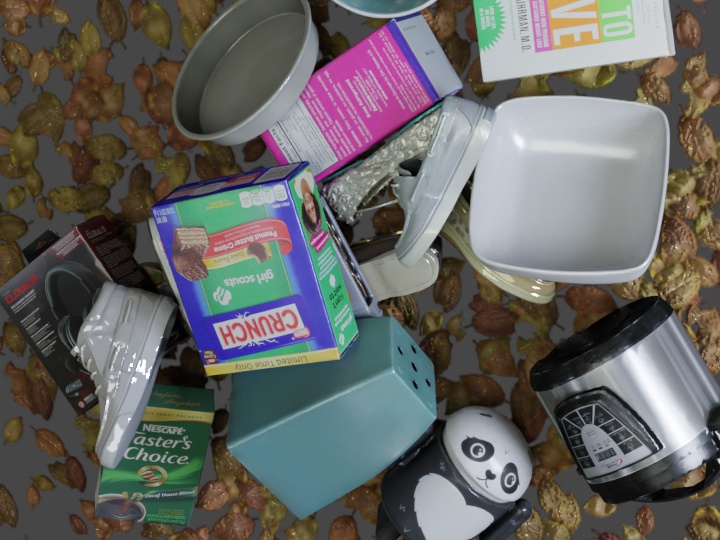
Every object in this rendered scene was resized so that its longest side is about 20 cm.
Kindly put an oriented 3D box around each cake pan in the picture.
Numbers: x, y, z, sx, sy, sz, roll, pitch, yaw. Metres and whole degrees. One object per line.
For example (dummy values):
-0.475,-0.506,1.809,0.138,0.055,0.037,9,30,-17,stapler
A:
-0.122,-0.219,1.605,0.200,0.201,0.037,-32,134,23,cake pan

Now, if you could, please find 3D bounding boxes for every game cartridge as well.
-0.070,0.001,1.630,0.132,0.042,0.201,-19,115,21,game cartridge

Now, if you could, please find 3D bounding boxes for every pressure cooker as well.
0.294,0.148,1.538,0.178,0.176,0.201,-31,93,-1,pressure cooker

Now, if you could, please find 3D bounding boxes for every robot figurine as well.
0.102,0.242,1.651,0.200,0.150,0.125,-45,55,23,robot figurine

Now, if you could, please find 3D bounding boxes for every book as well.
0.219,-0.277,1.536,0.198,0.048,0.135,-6,97,22,book

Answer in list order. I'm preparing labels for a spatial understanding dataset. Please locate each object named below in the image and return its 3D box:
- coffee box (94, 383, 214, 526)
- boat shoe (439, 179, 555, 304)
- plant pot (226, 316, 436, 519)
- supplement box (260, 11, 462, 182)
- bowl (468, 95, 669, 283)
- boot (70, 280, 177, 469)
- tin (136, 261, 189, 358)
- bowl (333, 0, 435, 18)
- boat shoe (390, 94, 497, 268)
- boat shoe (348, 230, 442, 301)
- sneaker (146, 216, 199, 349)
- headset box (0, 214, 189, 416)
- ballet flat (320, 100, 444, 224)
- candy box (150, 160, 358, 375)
-0.247,0.220,1.756,0.122,0.044,0.201,8,127,-13,coffee box
0.138,-0.042,1.600,0.200,0.073,0.063,40,114,7,boat shoe
-0.024,0.145,1.618,0.199,0.142,0.141,-29,123,21,plant pot
-0.004,-0.183,1.601,0.199,0.101,0.104,-30,93,24,supplement box
0.219,-0.076,1.531,0.198,0.075,0.201,5,69,17,bowl
-0.280,0.113,1.647,0.095,0.074,0.201,18,77,2,boot
-0.285,0.071,1.794,0.200,0.042,0.112,-40,92,22,tin
0.038,-0.370,1.540,0.199,0.105,0.203,5,105,18,bowl
0.072,-0.096,1.536,0.071,0.070,0.202,27,120,0,boat shoe
0.000,0.000,1.666,0.199,0.060,0.072,-15,117,24,boat shoe
-0.157,0.009,1.707,0.120,0.084,0.201,-21,112,-1,sneaker
-0.324,0.044,1.741,0.148,0.077,0.201,-34,91,22,headset box
0.045,-0.114,1.596,0.199,0.072,0.072,-31,91,29,ballet flat
-0.110,0.001,1.563,0.168,0.077,0.201,-10,109,25,candy box
